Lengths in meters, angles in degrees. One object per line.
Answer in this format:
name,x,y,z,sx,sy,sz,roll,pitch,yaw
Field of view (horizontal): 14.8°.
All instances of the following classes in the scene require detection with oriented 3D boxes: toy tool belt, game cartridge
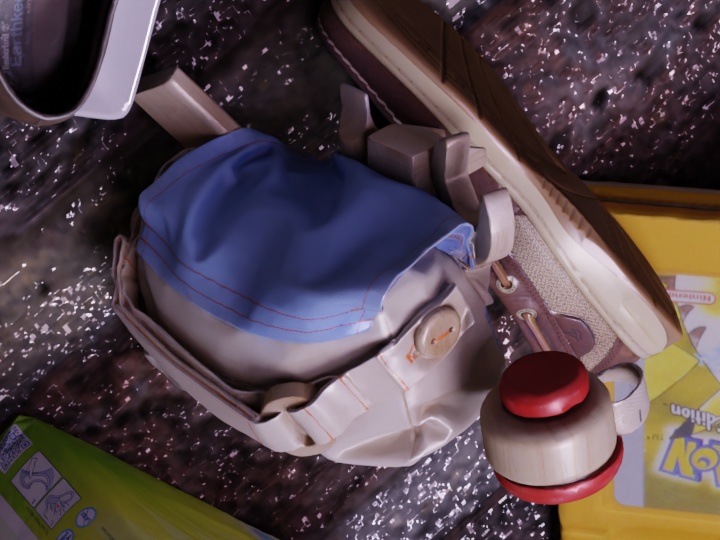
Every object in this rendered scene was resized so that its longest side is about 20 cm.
toy tool belt,0.000,0.000,0.965,0.125,0.199,0.123,-38,131,-35
game cartridge,0.169,0.063,1.139,0.175,0.032,0.201,5,118,13

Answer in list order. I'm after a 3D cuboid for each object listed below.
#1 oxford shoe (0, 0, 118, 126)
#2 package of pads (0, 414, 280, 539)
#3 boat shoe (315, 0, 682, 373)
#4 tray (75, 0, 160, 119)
oxford shoe,-0.098,-0.141,0.873,0.072,0.084,0.201,-12,117,-26
package of pads,-0.043,0.145,1.036,0.200,0.154,0.068,30,96,-39
boat shoe,0.040,-0.026,1.052,0.072,0.072,0.200,-36,119,15
tray,-0.153,-0.113,0.918,0.199,0.022,0.108,5,111,-35
